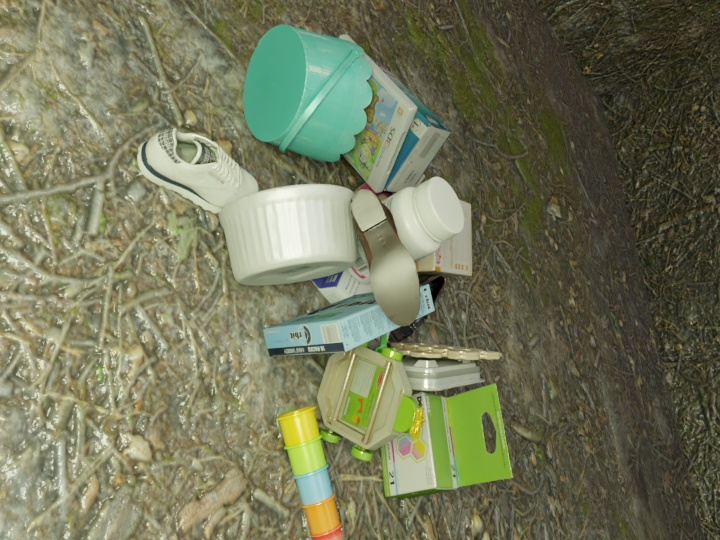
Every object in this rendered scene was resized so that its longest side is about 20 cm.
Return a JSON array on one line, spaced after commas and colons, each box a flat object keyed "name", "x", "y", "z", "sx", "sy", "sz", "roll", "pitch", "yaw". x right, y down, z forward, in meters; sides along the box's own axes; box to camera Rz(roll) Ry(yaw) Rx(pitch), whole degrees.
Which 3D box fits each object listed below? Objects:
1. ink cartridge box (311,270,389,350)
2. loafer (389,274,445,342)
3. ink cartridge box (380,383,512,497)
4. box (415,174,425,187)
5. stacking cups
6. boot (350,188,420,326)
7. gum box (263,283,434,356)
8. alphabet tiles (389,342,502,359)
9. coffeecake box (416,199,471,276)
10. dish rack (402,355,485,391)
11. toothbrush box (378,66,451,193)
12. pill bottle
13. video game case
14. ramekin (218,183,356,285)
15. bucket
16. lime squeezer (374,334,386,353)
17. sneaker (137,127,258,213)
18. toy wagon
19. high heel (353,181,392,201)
[{"name": "ink cartridge box", "x": 0.000, "y": 0.000, "z": 1.139, "sx": 0.201, "sy": 0.043, "sz": 0.199, "roll": 50, "pitch": 38, "yaw": -26}, {"name": "loafer", "x": 0.109, "y": 0.061, "z": 1.232, "sx": 0.073, "sy": 0.062, "sz": 0.200, "roll": 59, "pitch": 35, "yaw": -14}, {"name": "ink cartridge box", "x": 0.128, "y": 0.269, "z": 1.023, "sx": 0.075, "sy": 0.197, "sz": 0.152, "roll": 20, "pitch": 55, "yaw": -45}, {"name": "box", "x": 0.058, "y": -0.242, "z": 1.284, "sx": 0.038, "sy": 0.042, "sz": 0.202, "roll": 0, "pitch": 47, "yaw": -43}, {"name": "stacking cups", "x": -0.065, "y": 0.295, "z": 0.883, "sx": 0.060, "sy": 0.059, "sz": 0.206, "roll": -9, "pitch": 84, "yaw": -54}, {"name": "boot", "x": 0.040, "y": -0.020, "z": 0.913, "sx": 0.200, "sy": 0.062, "sz": 0.192, "roll": 17, "pitch": 56, "yaw": -85}, {"name": "gum box", "x": -0.015, "y": 0.072, "z": 0.936, "sx": 0.197, "sy": 0.167, "sz": 0.046, "roll": -17, "pitch": 94, "yaw": -45}, {"name": "alphabet tiles", "x": 0.142, "y": 0.138, "z": 1.111, "sx": 0.191, "sy": 0.198, "sz": 0.015, "roll": 4, "pitch": 87, "yaw": -34}, {"name": "coffeecake box", "x": 0.161, "y": -0.071, "z": 1.318, "sx": 0.198, "sy": 0.071, "sz": 0.159, "roll": 7, "pitch": 82, "yaw": -59}, {"name": "dish rack", "x": 0.100, "y": 0.164, "z": 1.068, "sx": 0.197, "sy": 0.168, "sz": 0.045, "roll": 6, "pitch": 84, "yaw": -52}, {"name": "toothbrush box", "x": 0.051, "y": -0.265, "z": 1.201, "sx": 0.084, "sy": 0.148, "sz": 0.201, "roll": 2, "pitch": 41, "yaw": -52}, {"name": "pill bottle", "x": 0.066, "y": -0.066, "z": 1.058, "sx": 0.112, "sy": 0.197, "sz": 0.116, "roll": 28, "pitch": 49, "yaw": -38}, {"name": "video game case", "x": 0.001, "y": -0.269, "z": 1.116, "sx": 0.022, "sy": 0.184, "sz": 0.201, "roll": -22, "pitch": 62, "yaw": -36}, {"name": "ramekin", "x": -0.096, "y": -0.043, "z": 0.904, "sx": 0.198, "sy": 0.197, "sz": 0.101, "roll": 1, "pitch": 76, "yaw": -52}, {"name": "bucket", "x": -0.090, "y": -0.287, "z": 1.043, "sx": 0.132, "sy": 0.205, "sz": 0.214, "roll": 3, "pitch": 68, "yaw": -43}, {"name": "lime squeezer", "x": 0.024, "y": 0.155, "z": 0.994, "sx": 0.037, "sy": 0.071, "sz": 0.205, "roll": 21, "pitch": 73, "yaw": -11}, {"name": "sneaker", "x": -0.209, "y": -0.139, "z": 0.899, "sx": 0.197, "sy": 0.079, "sz": 0.079, "roll": 15, "pitch": 57, "yaw": -51}, {"name": "toy wagon", "x": 0.018, "y": 0.187, "z": 0.918, "sx": 0.039, "sy": 0.197, "sz": 0.160, "roll": 21, "pitch": 86, "yaw": -48}, {"name": "high heel", "x": 0.037, "y": -0.114, "z": 1.219, "sx": 0.098, "sy": 0.067, "sz": 0.199, "roll": 59, "pitch": 16, "yaw": 6}]
